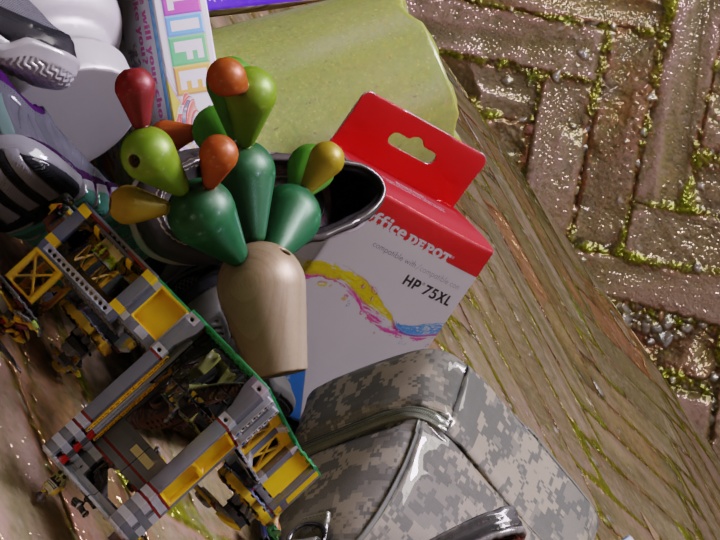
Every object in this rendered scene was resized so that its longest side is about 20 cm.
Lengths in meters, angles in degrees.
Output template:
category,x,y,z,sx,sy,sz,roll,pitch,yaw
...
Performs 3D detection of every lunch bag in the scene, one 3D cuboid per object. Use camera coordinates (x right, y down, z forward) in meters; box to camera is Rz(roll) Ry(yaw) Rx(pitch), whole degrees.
category,x,y,z,sx,sy,sz,roll,pitch,yaw
lunch bag,0.036,0.171,1.345,0.200,0.139,0.168,50,36,-27

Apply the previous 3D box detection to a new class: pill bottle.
category,x,y,z,sx,sy,sz,roll,pitch,yaw
pill bottle,-0.207,-0.161,1.305,0.116,0.115,0.201,35,25,-60

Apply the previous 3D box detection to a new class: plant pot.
category,x,y,z,sx,sy,sz,roll,pitch,yaw
plant pot,-0.037,-0.100,1.503,0.200,0.184,0.201,158,-90,-82

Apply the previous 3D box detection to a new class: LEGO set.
category,x,y,z,sx,sy,sz,roll,pitch,yaw
LEGO set,-0.124,0.070,1.115,0.200,0.116,0.154,46,-10,13

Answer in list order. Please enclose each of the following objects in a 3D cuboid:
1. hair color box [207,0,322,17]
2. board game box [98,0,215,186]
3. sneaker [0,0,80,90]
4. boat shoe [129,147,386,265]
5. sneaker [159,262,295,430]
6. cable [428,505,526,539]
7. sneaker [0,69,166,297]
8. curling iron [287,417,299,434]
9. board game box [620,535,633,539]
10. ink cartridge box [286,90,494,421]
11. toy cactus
category,x,y,z,sx,sy,sz,roll,pitch,yaw
hair color box,-0.121,-0.202,1.519,0.200,0.109,0.065,-17,101,-50
board game box,-0.131,-0.134,1.351,0.134,0.034,0.201,0,-80,63
sneaker,-0.216,-0.187,1.198,0.200,0.114,0.075,33,-2,9
boat shoe,-0.056,-0.043,1.264,0.200,0.057,0.067,-7,81,-59
sneaker,-0.097,0.029,1.292,0.114,0.076,0.200,53,-5,17
cable,0.025,0.178,1.213,0.199,0.097,0.050,-3,45,-42
sneaker,-0.165,-0.050,1.222,0.200,0.074,0.088,57,10,-65
curling iron,-0.037,0.096,1.511,0.050,0.026,0.200,50,13,4
board game box,0.059,0.211,1.171,0.034,0.200,0.134,58,12,8
ink cartridge box,0.000,0.000,1.423,0.116,0.200,0.067,26,14,-34
toy cactus,-0.066,-0.026,1.131,0.200,0.102,0.166,13,66,-75
